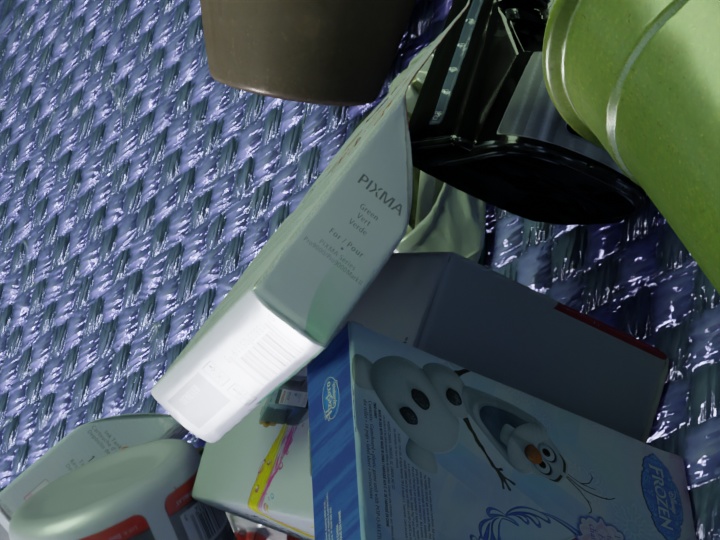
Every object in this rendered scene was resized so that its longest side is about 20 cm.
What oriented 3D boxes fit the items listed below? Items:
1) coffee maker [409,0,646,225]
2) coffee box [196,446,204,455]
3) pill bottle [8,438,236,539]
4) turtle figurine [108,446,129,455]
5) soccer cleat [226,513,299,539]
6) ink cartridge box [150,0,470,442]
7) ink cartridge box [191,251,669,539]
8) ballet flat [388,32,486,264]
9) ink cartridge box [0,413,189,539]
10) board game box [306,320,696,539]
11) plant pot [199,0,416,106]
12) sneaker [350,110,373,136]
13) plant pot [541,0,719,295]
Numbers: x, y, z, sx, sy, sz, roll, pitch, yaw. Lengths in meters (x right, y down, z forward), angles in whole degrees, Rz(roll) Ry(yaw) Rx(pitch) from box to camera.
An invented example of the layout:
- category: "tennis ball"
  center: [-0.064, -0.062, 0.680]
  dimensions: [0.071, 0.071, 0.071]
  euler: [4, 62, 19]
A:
- category: "coffee maker"
  center: [0.111, -0.130, 1.311]
  dimensions: [0.192, 0.134, 0.202]
  euler: [130, 159, -80]
- category: "coffee box"
  center: [-0.178, 0.198, 1.543]
  dimensions: [0.200, 0.044, 0.123]
  euler: [-41, 5, -39]
- category: "pill bottle"
  center: [-0.107, 0.206, 1.338]
  dimensions: [0.115, 0.201, 0.116]
  euler: [-21, 10, 4]
- category: "turtle figurine"
  center: [-0.134, 0.216, 1.429]
  dimensions: [0.201, 0.160, 0.064]
  euler: [-62, 9, 1]
- category: "soccer cleat"
  center: [-0.049, 0.135, 1.447]
  dimensions: [0.200, 0.069, 0.078]
  euler: [-9, 59, 63]
- category: "ink cartridge box"
  center: [-0.010, -0.021, 1.177]
  dimensions: [0.200, 0.050, 0.161]
  euler: [-51, 4, -29]
- category: "ink cartridge box"
  center: [0.031, 0.081, 1.248]
  dimensions: [0.200, 0.145, 0.146]
  euler: [2, 71, 63]
- category: "ballet flat"
  center: [0.045, -0.081, 1.435]
  dimensions: [0.069, 0.069, 0.201]
  euler: [-35, 41, 47]
- category: "ink cartridge box"
  center: [-0.169, 0.124, 1.529]
  dimensions: [0.200, 0.057, 0.163]
  euler: [-46, 0, -32]
- category: "board game box"
  center: [0.070, 0.141, 1.070]
  dimensions: [0.043, 0.198, 0.201]
  euler: [-46, 33, 37]
- category: "plant pot"
  center: [-0.034, -0.203, 1.565]
  dimensions: [0.200, 0.199, 0.176]
  euler: [-148, 65, -63]
- category: "sneaker"
  center: [0.000, 0.000, 1.467]
  dimensions: [0.079, 0.075, 0.201]
  euler: [-44, 25, 55]
- category: "plant pot"
  center: [0.200, -0.050, 1.020]
  dimensions: [0.200, 0.199, 0.191]
  euler: [-49, 43, 32]
